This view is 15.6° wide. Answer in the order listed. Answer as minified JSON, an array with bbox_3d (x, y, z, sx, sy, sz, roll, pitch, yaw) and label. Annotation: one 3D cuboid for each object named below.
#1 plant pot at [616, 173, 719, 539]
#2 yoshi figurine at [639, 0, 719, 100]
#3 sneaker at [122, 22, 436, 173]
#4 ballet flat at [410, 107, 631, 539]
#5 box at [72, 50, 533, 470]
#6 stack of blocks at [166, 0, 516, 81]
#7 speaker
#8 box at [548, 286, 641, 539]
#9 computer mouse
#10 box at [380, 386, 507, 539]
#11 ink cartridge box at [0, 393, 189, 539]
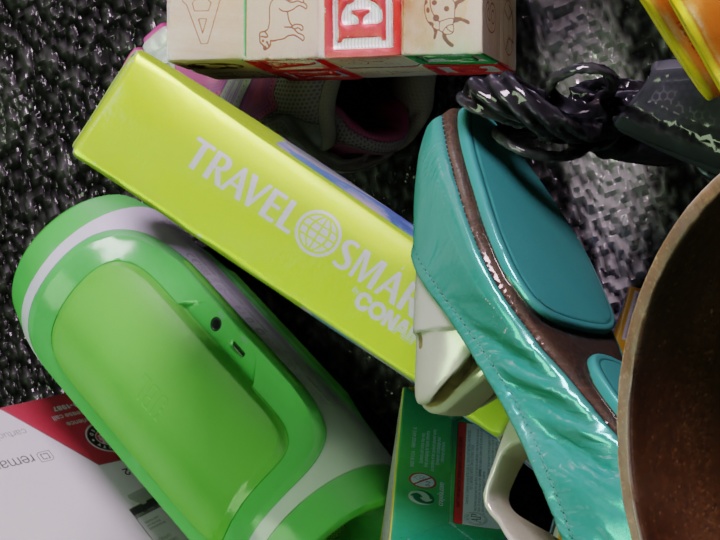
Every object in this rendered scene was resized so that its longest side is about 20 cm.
[{"bbox_3d":[0.203,0.038,0.702,0.186,0.199,0.188,15,111,45],"label":"plant pot"},{"bbox_3d":[0.179,-0.106,0.729,0.200,0.112,0.113,-36,67,4],"label":"yoshi figurine"},{"bbox_3d":[-0.025,-0.072,1.022,0.200,0.081,0.089,-43,66,45],"label":"sneaker"},{"bbox_3d":[0.054,0.037,0.813,0.070,0.067,0.201,-43,57,19],"label":"ballet flat"},{"bbox_3d":[0.000,0.000,0.927,0.200,0.122,0.048,34,92,5],"label":"box"},{"bbox_3d":[-0.006,-0.171,0.927,0.114,0.059,0.201,0,88,15],"label":"stack of blocks"},{"bbox_3d":[-0.063,0.056,1.094,0.200,0.088,0.089,46,130,31],"label":"speaker"},{"bbox_3d":[0.077,0.120,0.928,0.041,0.119,0.201,19,118,4],"label":"box"},{"bbox_3d":[0.143,-0.042,0.819,0.199,0.138,0.053,-2,90,37],"label":"computer mouse"},{"bbox_3d":[0.022,0.160,0.997,0.118,0.048,0.201,-82,2,-62],"label":"box"},{"bbox_3d":[-0.115,0.154,1.130,0.200,0.146,0.083,48,129,28],"label":"ink cartridge box"}]
